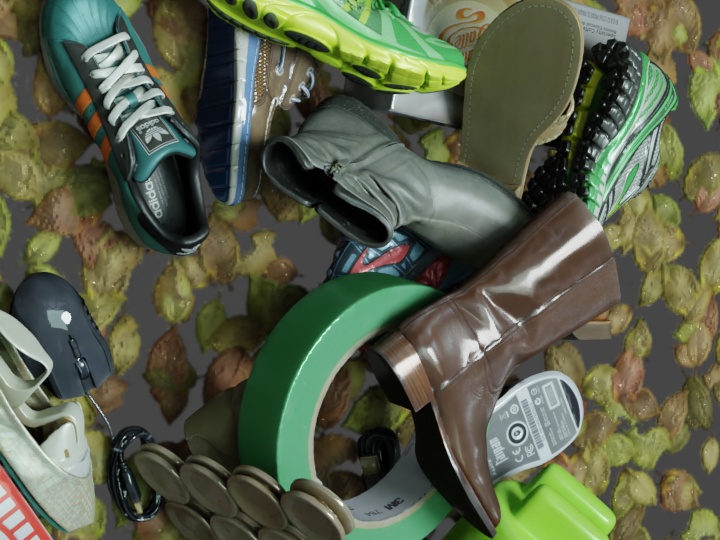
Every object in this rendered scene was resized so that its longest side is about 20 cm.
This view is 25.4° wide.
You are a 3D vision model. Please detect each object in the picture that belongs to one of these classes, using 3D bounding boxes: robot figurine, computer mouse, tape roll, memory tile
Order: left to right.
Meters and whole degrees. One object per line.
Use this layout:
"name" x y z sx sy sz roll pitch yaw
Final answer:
"computer mouse" -0.185 0.091 1.114 0.058 0.034 0.201 -34 112 -23
"memory tile" -0.063 0.184 1.092 0.017 0.199 0.154 -49 128 -31
"tape roll" 0.007 0.103 1.128 0.200 0.048 0.202 -13 110 -39
"computer mouse" 0.089 0.144 1.274 0.199 0.044 0.110 -25 103 -19
"robot figurine" 0.107 0.243 1.225 0.116 0.175 0.200 40 111 1

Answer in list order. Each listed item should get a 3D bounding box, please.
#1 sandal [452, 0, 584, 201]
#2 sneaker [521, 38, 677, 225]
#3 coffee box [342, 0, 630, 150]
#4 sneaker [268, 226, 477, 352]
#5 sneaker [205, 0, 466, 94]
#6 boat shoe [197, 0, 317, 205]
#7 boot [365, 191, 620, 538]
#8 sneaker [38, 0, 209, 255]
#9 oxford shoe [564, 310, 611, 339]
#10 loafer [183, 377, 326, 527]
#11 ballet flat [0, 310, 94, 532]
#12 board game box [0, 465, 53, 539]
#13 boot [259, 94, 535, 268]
"sandal" 0.116 -0.118 1.152 0.070 0.077 0.213 -44 157 -48
"sneaker" 0.183 -0.064 1.195 0.085 0.078 0.201 21 95 -32
"coffee box" 0.097 -0.160 1.218 0.199 0.080 0.115 10 93 -30
"sneaker" 0.000 0.000 1.197 0.200 0.079 0.096 -33 98 -30
"sneaker" -0.007 -0.179 1.085 0.199 0.074 0.084 23 78 -22
"boat shoe" -0.068 -0.145 1.130 0.072 0.072 0.201 2 94 -28
"boot" 0.120 0.065 1.124 0.200 0.064 0.187 -37 121 -19
"sneaker" -0.151 -0.103 1.083 0.071 0.080 0.201 -31 110 -23
"oxford shoe" 0.129 0.020 1.255 0.199 0.071 0.072 1 91 -52
"loafer" -0.070 0.163 1.170 0.076 0.067 0.201 -72 148 -56
"ballet flat" -0.222 0.093 1.067 0.062 0.068 0.201 -27 112 14
"board game box" -0.298 0.221 1.056 0.200 0.046 0.152 -39 113 -21
"boot" 0.027 -0.040 1.108 0.199 0.131 0.068 31 117 1
